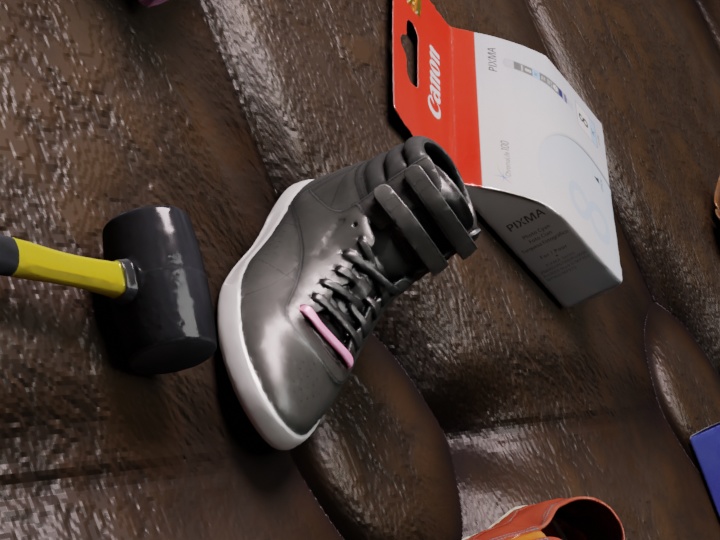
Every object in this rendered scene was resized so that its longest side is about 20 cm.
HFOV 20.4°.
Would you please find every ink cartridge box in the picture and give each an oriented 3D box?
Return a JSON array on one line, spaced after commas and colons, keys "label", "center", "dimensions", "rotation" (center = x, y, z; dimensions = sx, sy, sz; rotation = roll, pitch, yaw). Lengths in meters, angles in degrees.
[{"label": "ink cartridge box", "center": [0.092, -0.096, 1.260], "dimensions": [0.200, 0.047, 0.160], "rotation": [47, 29, -34]}]

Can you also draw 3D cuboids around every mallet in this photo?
[{"label": "mallet", "center": [-0.126, 0.005, 0.757], "dimensions": [0.200, 0.041, 0.066], "rotation": [4, 63, -56]}]

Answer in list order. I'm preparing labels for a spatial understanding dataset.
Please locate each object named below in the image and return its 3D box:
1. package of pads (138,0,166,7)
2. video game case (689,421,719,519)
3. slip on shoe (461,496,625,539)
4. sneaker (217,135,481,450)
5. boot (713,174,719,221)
[{"label": "package of pads", "center": [-0.096, -0.226, 0.998], "dimensions": [0.121, 0.076, 0.200], "rotation": [54, 26, -23]}, {"label": "video game case", "center": [0.314, 0.204, 1.390], "dimensions": [0.181, 0.045, 0.200], "rotation": [13, 54, -58]}, {"label": "slip on shoe", "center": [0.079, 0.155, 0.964], "dimensions": [0.074, 0.061, 0.200], "rotation": [64, 26, -1]}, {"label": "sneaker", "center": [0.000, 0.000, 0.923], "dimensions": [0.071, 0.099, 0.200], "rotation": [54, 27, -22]}, {"label": "boot", "center": [0.348, 0.010, 1.625], "dimensions": [0.155, 0.074, 0.200], "rotation": [50, 15, -27]}]
